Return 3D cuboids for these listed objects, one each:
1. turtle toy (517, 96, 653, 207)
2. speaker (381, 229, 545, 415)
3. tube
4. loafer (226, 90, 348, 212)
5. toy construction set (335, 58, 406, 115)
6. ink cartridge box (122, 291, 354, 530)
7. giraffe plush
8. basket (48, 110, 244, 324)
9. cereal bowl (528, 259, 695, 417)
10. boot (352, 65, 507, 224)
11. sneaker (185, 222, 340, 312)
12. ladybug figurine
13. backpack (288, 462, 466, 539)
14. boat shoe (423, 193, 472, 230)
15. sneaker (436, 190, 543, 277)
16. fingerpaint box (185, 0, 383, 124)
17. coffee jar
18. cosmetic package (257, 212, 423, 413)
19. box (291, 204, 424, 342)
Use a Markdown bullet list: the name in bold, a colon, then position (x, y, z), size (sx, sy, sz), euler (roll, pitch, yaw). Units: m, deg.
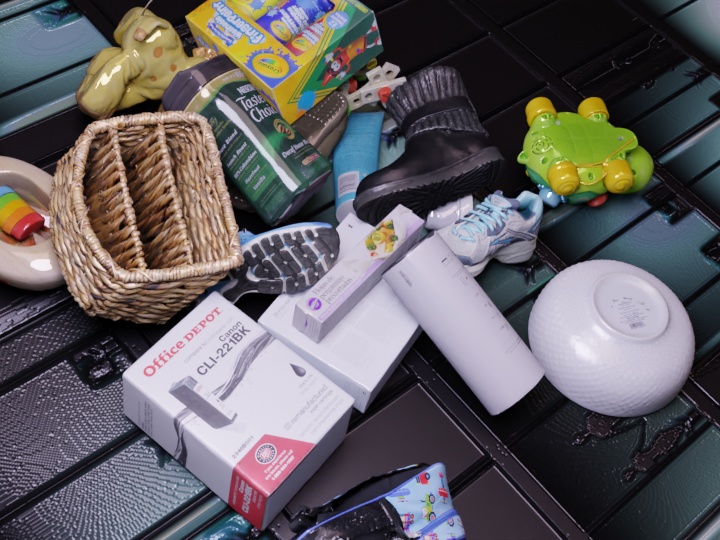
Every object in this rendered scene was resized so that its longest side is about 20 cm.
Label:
- **turtle toy**: position (0.294, -0.141, 1.412), size (0.196, 0.102, 0.148), euler (-2, 55, -14)
- **speaker**: position (0.114, 0.058, 1.190), size (0.081, 0.081, 0.201), euler (-40, 92, -34)
- **tube**: position (-0.006, -0.141, 1.387), size (0.076, 0.051, 0.202), euler (4, 47, -4)
- **loafer**: position (-0.082, -0.138, 1.349), size (0.200, 0.068, 0.076), euler (-44, 54, -15)
- **toy construction set**: position (-0.014, -0.262, 1.443), size (0.129, 0.094, 0.201), euler (-3, 33, -18)
- **ink cartridge box**: position (-0.127, 0.140, 1.117), size (0.199, 0.084, 0.144), euler (35, 55, 16)
- **giraffe plush**: position (-0.238, -0.238, 1.359), size (0.161, 0.199, 0.174), euler (36, 32, -25)
- **basket**: position (-0.233, -0.066, 1.142), size (0.141, 0.148, 0.203), euler (13, 53, -46)
- **cereal bowl**: position (0.300, 0.064, 1.267), size (0.196, 0.084, 0.203), euler (6, 51, -8)
- **boot**: position (0.060, -0.153, 1.319), size (0.208, 0.080, 0.159), euler (-19, 66, -21)
- **sneaker**: position (-0.117, -0.022, 1.215), size (0.197, 0.079, 0.091), euler (-15, 35, 14)
- **ladybug figurine**: position (-0.385, -0.049, 1.207), size (0.199, 0.072, 0.135), euler (41, 55, 19)
- **backpack**: position (0.013, 0.271, 0.994), size (0.198, 0.183, 0.135), euler (-20, 66, -39)
- **boat shoe**: position (0.095, -0.133, 1.391), size (0.067, 0.072, 0.203), euler (1, 62, -11)
- **sneaker**: position (0.145, -0.053, 1.293), size (0.198, 0.087, 0.077), euler (-17, 46, -44)
- **fingerpaint box**: position (-0.098, -0.302, 1.379), size (0.166, 0.074, 0.200), euler (-39, 56, -12)
- **coffee jar**: position (-0.131, -0.153, 1.241), size (0.200, 0.085, 0.104), euler (46, 34, 2)
- **cosmetic package**: position (-0.004, 0.043, 1.239), size (0.149, 0.052, 0.200), euler (32, 53, 11)
- **box**: position (0.000, 0.000, 1.216), size (0.038, 0.042, 0.200), euler (34, 54, 17)
